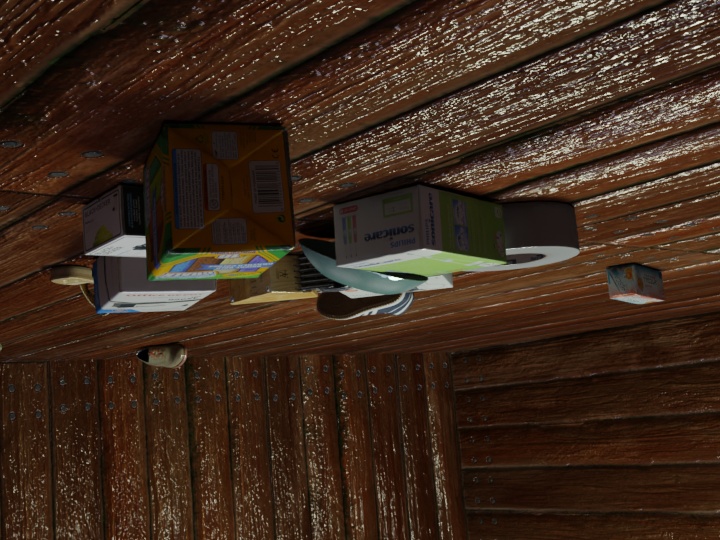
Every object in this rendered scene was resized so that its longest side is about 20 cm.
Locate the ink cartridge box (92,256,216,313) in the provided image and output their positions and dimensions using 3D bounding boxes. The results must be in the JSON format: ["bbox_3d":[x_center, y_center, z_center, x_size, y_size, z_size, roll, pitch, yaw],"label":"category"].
[{"bbox_3d":[-0.308,0.008,1.490,0.143,0.085,0.200,-1,170,-24],"label":"ink cartridge box"}]

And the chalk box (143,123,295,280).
[{"bbox_3d":[-0.153,-0.059,1.017,0.123,0.126,0.200,-1,169,-20],"label":"chalk box"}]

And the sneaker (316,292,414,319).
[{"bbox_3d":[0.015,0.065,2.075,0.198,0.071,0.108,-12,167,23],"label":"sneaker"}]

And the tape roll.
[{"bbox_3d":[0.221,-0.047,1.484,0.198,0.067,0.200,-5,170,-1],"label":"tape roll"}]

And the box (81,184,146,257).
[{"bbox_3d":[-0.222,-0.054,1.218,0.199,0.061,0.116,3,168,-39],"label":"box"}]

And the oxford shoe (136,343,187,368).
[{"bbox_3d":[-0.587,0.254,2.970,0.074,0.071,0.199,12,161,-44],"label":"oxford shoe"}]

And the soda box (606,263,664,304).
[{"bbox_3d":[0.595,0.031,2.170,0.063,0.069,0.199,-10,169,32],"label":"soda box"}]

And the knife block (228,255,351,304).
[{"bbox_3d":[-0.107,0.015,1.707,0.174,0.065,0.199,3,168,-38],"label":"knife block"}]

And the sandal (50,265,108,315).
[{"bbox_3d":[-0.437,0.040,1.673,0.077,0.070,0.211,-8,171,23],"label":"sandal"}]

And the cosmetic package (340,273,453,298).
[{"bbox_3d":[0.059,0.008,1.808,0.198,0.052,0.151,-7,168,12],"label":"cosmetic package"}]

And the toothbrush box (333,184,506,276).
[{"bbox_3d":[0.082,-0.047,1.340,0.145,0.087,0.199,-10,170,39],"label":"toothbrush box"}]

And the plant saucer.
[{"bbox_3d":[0.000,0.000,1.471,0.199,0.039,0.201,16,-171,-3],"label":"plant saucer"}]
